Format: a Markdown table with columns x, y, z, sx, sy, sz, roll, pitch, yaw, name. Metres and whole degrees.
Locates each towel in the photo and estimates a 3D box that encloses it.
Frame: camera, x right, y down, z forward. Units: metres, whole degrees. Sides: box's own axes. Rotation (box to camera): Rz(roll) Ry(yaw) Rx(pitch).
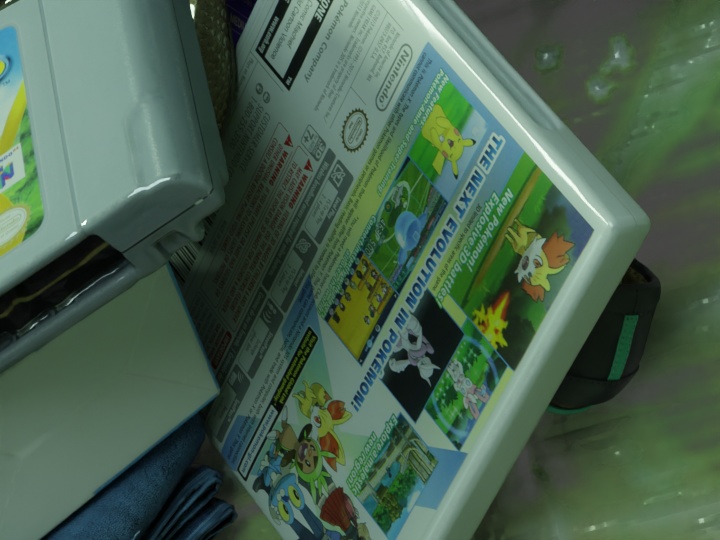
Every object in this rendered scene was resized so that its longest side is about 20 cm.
| x | y | z | sx | sy | sz | roll | pitch | yaw | name |
| --- | --- | --- | --- | --- | --- | --- | --- | --- | --- |
| -0.136 | 0.122 | 1.033 | 0.111 | 0.049 | 0.200 | 3 | 38 | 33 | towel |

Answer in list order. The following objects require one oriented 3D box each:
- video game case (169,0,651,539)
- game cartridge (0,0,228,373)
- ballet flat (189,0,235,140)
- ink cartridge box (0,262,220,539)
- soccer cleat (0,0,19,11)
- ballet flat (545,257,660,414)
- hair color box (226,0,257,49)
| x | y | z | sx | sy | sz | roll | pitch | yaw | name |
| --- | --- | --- | --- | --- | --- | --- | --- | --- | --- |
| 0.000 | 0.000 | 1.021 | 0.182 | 0.022 | 0.200 | 51 | 129 | 32 | video game case |
| -0.137 | -0.018 | 0.996 | 0.200 | 0.040 | 0.133 | -33 | 39 | 16 | game cartridge |
| -0.069 | -0.109 | 1.033 | 0.067 | 0.046 | 0.200 | 27 | 112 | 33 | ballet flat |
| -0.159 | 0.027 | 1.085 | 0.116 | 0.067 | 0.200 | -39 | 35 | -25 | ink cartridge box |
| -0.158 | -0.104 | 1.112 | 0.200 | 0.070 | 0.086 | -30 | 28 | 38 | soccer cleat |
| 0.039 | -0.040 | 1.040 | 0.073 | 0.073 | 0.200 | -42 | 62 | 9 | ballet flat |
| -0.086 | -0.150 | 1.154 | 0.109 | 0.065 | 0.200 | -12 | 69 | 25 | hair color box |
